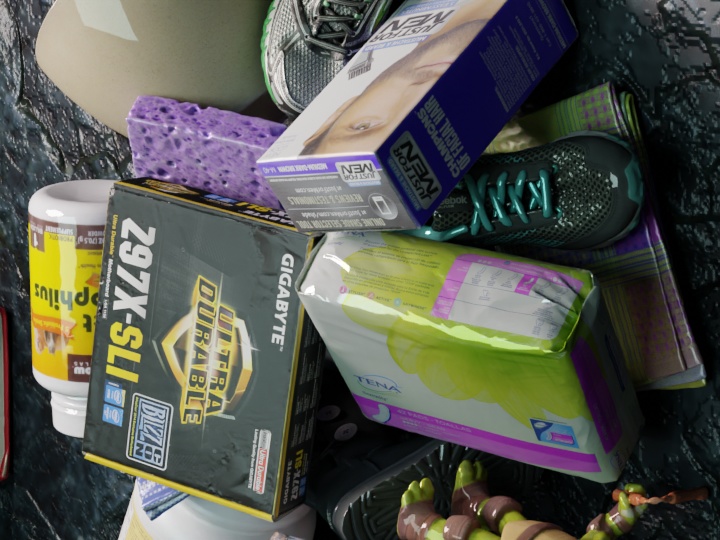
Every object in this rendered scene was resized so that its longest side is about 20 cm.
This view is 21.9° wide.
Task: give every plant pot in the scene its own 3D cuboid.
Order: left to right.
[{"bbox_3d":[-0.113,-0.157,1.333,0.135,0.200,0.200,52,132,11],"label":"plant pot"}]

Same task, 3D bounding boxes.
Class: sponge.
[{"bbox_3d":[-0.101,-0.033,1.316,0.111,0.030,0.200,14,139,14],"label":"sponge"}]

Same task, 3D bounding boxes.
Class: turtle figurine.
[{"bbox_3d":[0.113,0.173,1.181,0.161,0.200,0.065,22,130,44],"label":"turtle figurine"}]

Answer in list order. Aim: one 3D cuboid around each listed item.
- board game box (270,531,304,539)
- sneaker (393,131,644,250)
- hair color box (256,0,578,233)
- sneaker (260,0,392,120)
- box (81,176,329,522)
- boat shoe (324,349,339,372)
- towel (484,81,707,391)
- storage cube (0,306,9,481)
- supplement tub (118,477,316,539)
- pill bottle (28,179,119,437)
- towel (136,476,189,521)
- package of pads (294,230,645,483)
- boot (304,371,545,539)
[{"bbox_3d":[0.033,0.275,1.269,0.159,0.200,0.097,9,67,45],"label":"board game box"},{"bbox_3d":[0.087,-0.042,1.178,0.200,0.091,0.078,-6,96,46],"label":"sneaker"},{"bbox_3d":[0.038,-0.109,1.174,0.109,0.200,0.065,-1,131,46],"label":"hair color box"},{"bbox_3d":[-0.010,-0.194,1.232,0.085,0.078,0.201,-133,64,-82],"label":"sneaker"},{"bbox_3d":[-0.103,0.050,1.258,0.159,0.049,0.201,16,107,26],"label":"box"},{"bbox_3d":[0.000,0.000,1.333,0.071,0.091,0.200,16,153,2],"label":"boat shoe"},{"bbox_3d":[0.147,-0.009,1.218,0.143,0.023,0.201,-19,85,47],"label":"towel"},{"bbox_3d":[-0.451,0.108,1.756,0.179,0.171,0.201,18,113,43],"label":"storage cube"},{"bbox_3d":[-0.118,0.220,1.458,0.145,0.145,0.201,41,126,31],"label":"supplement tub"},{"bbox_3d":[-0.218,0.032,1.541,0.109,0.109,0.201,15,111,43],"label":"pill bottle"},{"bbox_3d":[-0.113,0.085,1.398,0.144,0.024,0.200,-30,39,9],"label":"towel"},{"bbox_3d":[0.069,0.050,1.181,0.199,0.068,0.155,11,147,30],"label":"package of pads"},{"bbox_3d":[0.018,0.122,1.334,0.200,0.164,0.066,28,133,64],"label":"boot"}]
